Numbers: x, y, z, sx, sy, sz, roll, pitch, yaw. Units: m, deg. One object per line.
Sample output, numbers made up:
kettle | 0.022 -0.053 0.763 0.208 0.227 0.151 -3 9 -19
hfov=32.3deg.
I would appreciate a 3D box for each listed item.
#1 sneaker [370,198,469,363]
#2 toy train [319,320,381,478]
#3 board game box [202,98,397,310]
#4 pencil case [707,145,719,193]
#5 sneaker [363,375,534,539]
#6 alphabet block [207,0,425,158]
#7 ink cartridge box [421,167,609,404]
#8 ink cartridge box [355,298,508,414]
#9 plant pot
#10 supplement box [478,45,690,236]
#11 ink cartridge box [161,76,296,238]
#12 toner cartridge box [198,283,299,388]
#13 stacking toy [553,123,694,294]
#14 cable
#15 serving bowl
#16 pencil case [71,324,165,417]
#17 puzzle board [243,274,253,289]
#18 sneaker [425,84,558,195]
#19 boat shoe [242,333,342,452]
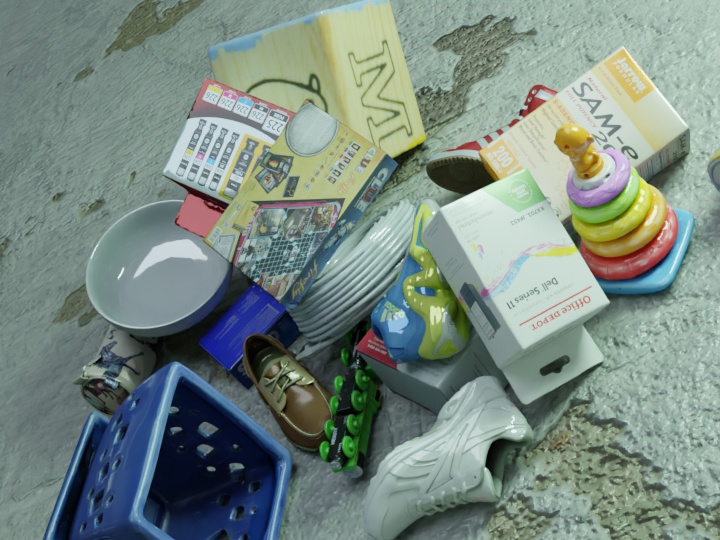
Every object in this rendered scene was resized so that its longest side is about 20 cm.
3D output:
sneaker | 0.052 0.013 1.293 0.104 0.076 0.202 -24 40 21
toy train | -0.003 0.141 1.363 0.041 0.057 0.202 -17 40 28
board game box | -0.068 -0.075 1.384 0.135 0.035 0.201 36 89 31
pencil case | 0.428 -0.161 1.275 0.083 0.091 0.201 7 56 45
sneaker | 0.087 0.201 1.211 0.200 0.078 0.099 -47 55 5
alphabet block | -0.053 -0.227 1.613 0.193 0.203 0.196 -10 12 33
ink cartridge box | 0.162 0.015 1.221 0.116 0.201 0.067 -25 -12 -24
ink cartridge box | 0.114 0.050 1.334 0.145 0.083 0.201 20 66 50
plant pot | -0.211 0.249 1.323 0.178 0.200 0.202 -22 39 32
supplement box | 0.248 -0.133 1.374 0.199 0.074 0.127 -37 69 5
ink cartridge box | -0.126 -0.108 1.485 0.198 0.084 0.177 23 86 20
toner cartridge box | -0.106 0.047 1.564 0.200 0.043 0.095 -46 38 -8
stacking toy | 0.246 -0.077 1.253 0.115 0.200 0.111 0 51 41
cable | 0.000 0.000 1.441 0.199 0.069 0.200 -37 9 34
serving bowl | -0.254 0.006 1.622 0.197 0.066 0.202 -7 55 10
pencil case | -0.307 0.092 1.654 0.077 0.089 0.202 -19 40 36
puzzle board | -0.150 -0.085 1.654 0.017 0.152 0.202 -5 44 9
sneaker | 0.179 -0.159 1.507 0.198 0.071 0.114 -5 52 28
boat shoe | -0.086 0.136 1.427 0.076 0.074 0.200 -44 36 -6
